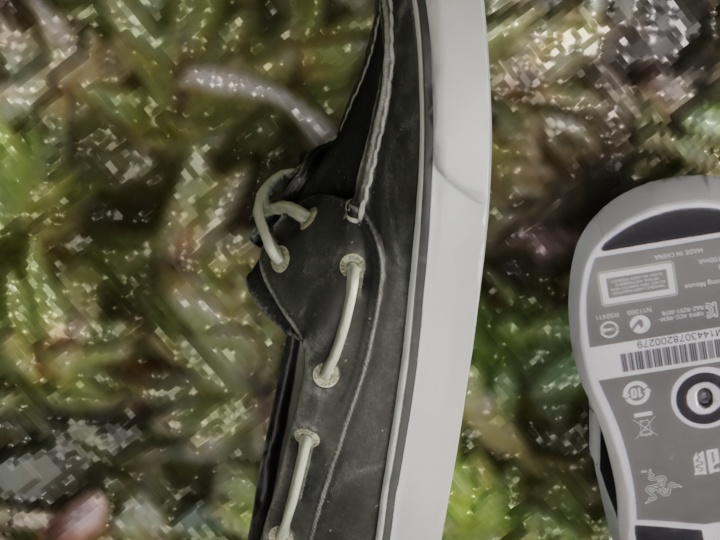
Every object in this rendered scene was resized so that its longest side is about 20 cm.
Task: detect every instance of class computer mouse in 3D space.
[{"bbox_3d":[0.108,0.058,0.812,0.109,0.044,0.201,-7,114,6],"label":"computer mouse"}]

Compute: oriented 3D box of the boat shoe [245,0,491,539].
[{"bbox_3d":[0.000,0.000,0.773,0.063,0.071,0.201,4,110,-4],"label":"boat shoe"}]
